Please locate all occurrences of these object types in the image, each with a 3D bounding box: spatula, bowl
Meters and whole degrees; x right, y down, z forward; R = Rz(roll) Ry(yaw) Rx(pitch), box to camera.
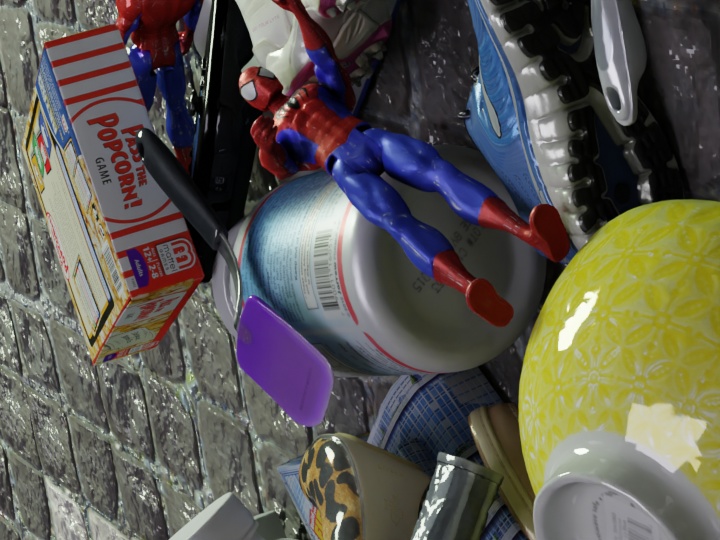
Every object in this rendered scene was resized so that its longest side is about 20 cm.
[{"bbox_3d":[-0.069,-0.003,1.018,0.201,0.020,0.057,57,149,34],"label":"spatula"},{"bbox_3d":[0.130,0.084,0.798,0.199,0.108,0.201,30,140,29],"label":"bowl"}]

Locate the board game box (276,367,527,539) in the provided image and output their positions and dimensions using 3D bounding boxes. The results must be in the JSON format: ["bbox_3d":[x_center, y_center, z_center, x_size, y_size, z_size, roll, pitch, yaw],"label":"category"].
[{"bbox_3d":[0.034,0.144,1.105,0.200,0.061,0.201,53,147,29],"label":"board game box"}]

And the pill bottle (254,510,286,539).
[{"bbox_3d":[-0.058,0.261,1.284,0.113,0.112,0.201,-27,82,61],"label":"pill bottle"}]

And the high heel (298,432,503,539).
[{"bbox_3d":[-0.006,0.156,0.979,0.200,0.071,0.144,-6,62,68],"label":"high heel"}]

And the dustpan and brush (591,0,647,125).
[{"bbox_3d":[0.101,-0.161,0.807,0.139,0.057,0.202,-1,105,60],"label":"dustpan and brush"}]

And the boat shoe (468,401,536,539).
[{"bbox_3d":[0.125,0.131,0.939,0.200,0.064,0.071,52,-179,25],"label":"boat shoe"}]

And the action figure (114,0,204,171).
[{"bbox_3d":[-0.126,-0.127,1.227,0.052,0.065,0.201,54,149,37],"label":"action figure"}]

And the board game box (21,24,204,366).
[{"bbox_3d":[-0.151,-0.038,1.186,0.200,0.046,0.153,137,114,-72],"label":"board game box"}]

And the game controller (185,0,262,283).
[{"bbox_3d":[-0.082,-0.073,1.108,0.200,0.042,0.105,109,157,-63],"label":"game controller"}]

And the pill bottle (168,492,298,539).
[{"bbox_3d":[-0.042,0.232,1.176,0.200,0.112,0.112,49,150,-2],"label":"pill bottle"}]

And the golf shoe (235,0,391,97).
[{"bbox_3d":[-0.015,-0.156,0.955,0.092,0.075,0.200,57,145,14],"label":"golf shoe"}]

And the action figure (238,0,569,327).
[{"bbox_3d":[-0.004,-0.060,0.890,0.200,0.065,0.099,35,169,44],"label":"action figure"}]

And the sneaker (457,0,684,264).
[{"bbox_3d":[0.071,-0.092,0.886,0.089,0.078,0.202,-7,100,59],"label":"sneaker"}]

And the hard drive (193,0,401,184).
[{"bbox_3d":[-0.034,-0.148,1.092,0.132,0.025,0.200,58,148,24],"label":"hard drive"}]

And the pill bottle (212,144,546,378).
[{"bbox_3d":[0.000,0.000,1.031,0.200,0.108,0.110,-7,100,62],"label":"pill bottle"}]
